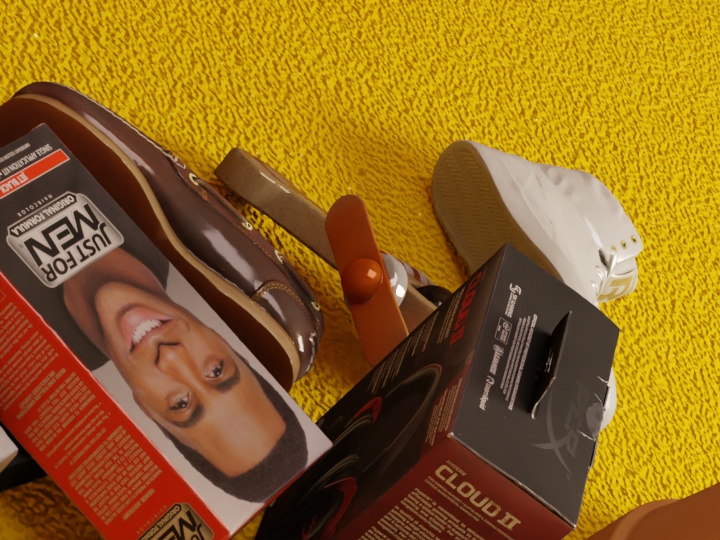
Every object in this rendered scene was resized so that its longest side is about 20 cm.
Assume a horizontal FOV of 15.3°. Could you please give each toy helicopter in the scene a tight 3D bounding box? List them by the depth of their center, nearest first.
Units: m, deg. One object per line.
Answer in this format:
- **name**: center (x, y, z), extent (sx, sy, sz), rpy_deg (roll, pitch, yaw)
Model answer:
- **toy helicopter**: center (0.000, 0.000, 1.391), extent (0.200, 0.079, 0.132), rpy_deg (37, 9, 17)

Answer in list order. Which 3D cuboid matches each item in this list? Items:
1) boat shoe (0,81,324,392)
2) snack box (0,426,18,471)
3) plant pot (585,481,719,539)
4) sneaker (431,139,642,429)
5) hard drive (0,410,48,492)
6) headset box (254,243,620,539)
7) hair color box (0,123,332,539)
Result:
- **boat shoe**: center (-0.099, -0.019, 1.324), extent (0.200, 0.070, 0.070), rpy_deg (48, 35, -10)
- **snack box**: center (-0.232, 0.093, 1.082), extent (0.072, 0.024, 0.200), rpy_deg (51, 45, 6)
- **plant pot**: center (0.218, 0.184, 1.383), extent (0.200, 0.140, 0.200), rpy_deg (26, 39, -24)
- **sneaker**: center (0.126, 0.012, 1.520), extent (0.115, 0.074, 0.200), rpy_deg (8, 48, -38)
- **hard drive**: center (-0.192, 0.006, 1.231), extent (0.139, 0.033, 0.200), rpy_deg (-17, 68, -52)
- **headset box**: center (0.035, 0.092, 1.231), extent (0.075, 0.200, 0.149), rpy_deg (37, 36, -13)
- **hair color box**: center (-0.116, 0.038, 1.195), extent (0.200, 0.061, 0.101), rpy_deg (48, 34, 2)
